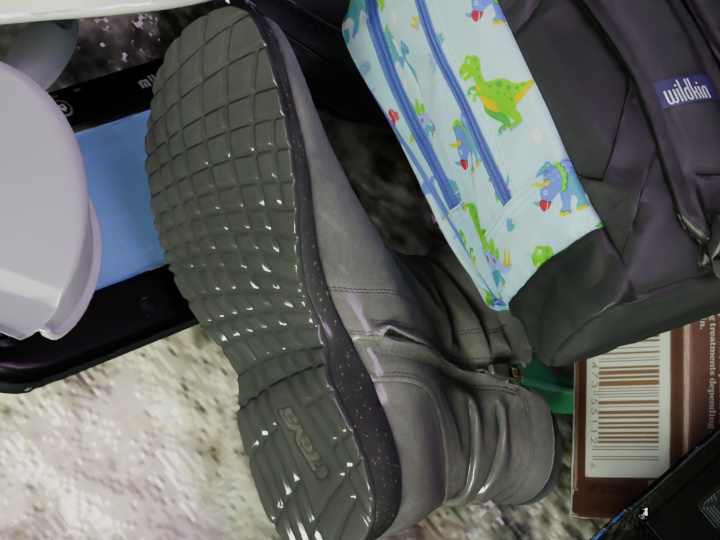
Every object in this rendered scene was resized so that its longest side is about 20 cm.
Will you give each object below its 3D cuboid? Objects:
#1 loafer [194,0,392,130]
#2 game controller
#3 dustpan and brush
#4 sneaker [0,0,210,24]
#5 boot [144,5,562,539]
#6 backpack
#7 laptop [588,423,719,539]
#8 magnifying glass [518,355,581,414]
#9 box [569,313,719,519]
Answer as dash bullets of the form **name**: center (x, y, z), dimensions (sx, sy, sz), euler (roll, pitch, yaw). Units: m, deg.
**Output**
- **loafer**: center (0.024, -0.090, 1.027), dimensions (0.200, 0.070, 0.068), euler (25, 24, -23)
- **game controller**: center (-0.088, -0.022, 0.929), dimensions (0.200, 0.042, 0.104), euler (-23, 77, -44)
- **dustpan and brush**: center (-0.136, -0.045, 0.872), dimensions (0.139, 0.057, 0.200), euler (18, 46, 7)
- **sneaker**: center (-0.115, -0.139, 0.905), dimensions (0.200, 0.071, 0.099), euler (-8, 99, -23)
- **boot**: center (0.000, 0.000, 0.929), dimensions (0.132, 0.070, 0.200), euler (-13, 90, -51)
- **backpack**: center (0.080, -0.073, 0.918), dimensions (0.163, 0.154, 0.200), euler (-18, 81, -34)
- **laptop**: center (0.177, 0.092, 0.984), dimensions (0.177, 0.200, 0.103), euler (49, 0, -25)
- **magnifying glass**: center (0.042, 0.030, 1.006), dimensions (0.200, 0.022, 0.080), euler (-16, 73, -41)
- **box**: center (0.181, 0.053, 1.037), dimensions (0.200, 0.075, 0.100), euler (5, 85, -34)
